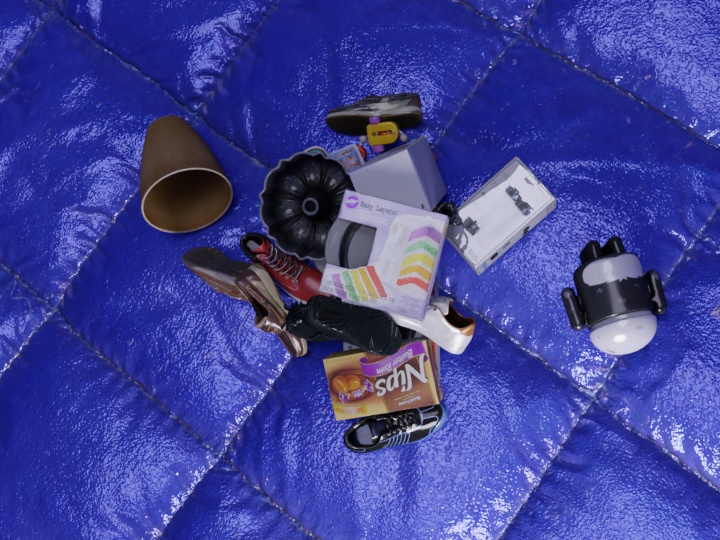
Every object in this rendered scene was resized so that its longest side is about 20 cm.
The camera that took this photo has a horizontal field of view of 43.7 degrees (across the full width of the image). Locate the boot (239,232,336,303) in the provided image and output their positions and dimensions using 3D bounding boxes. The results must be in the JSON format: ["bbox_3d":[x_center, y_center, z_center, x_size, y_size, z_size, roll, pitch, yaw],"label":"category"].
[{"bbox_3d":[-0.140,-0.003,1.724,0.198,0.145,0.073,27,77,17],"label":"boot"}]

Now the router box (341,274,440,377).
[{"bbox_3d":[0.057,0.108,1.665,0.176,0.049,0.204,-1,95,14],"label":"router box"}]

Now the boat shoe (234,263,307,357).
[{"bbox_3d":[-0.174,0.088,1.708,0.072,0.072,0.202,-37,108,-31],"label":"boat shoe"}]

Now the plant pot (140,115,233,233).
[{"bbox_3d":[-0.374,-0.214,1.832,0.184,0.187,0.202,-27,58,6],"label":"plant pot"}]

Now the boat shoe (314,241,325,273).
[{"bbox_3d":[0.000,0.000,1.730,0.197,0.062,0.076,20,101,14],"label":"boat shoe"}]

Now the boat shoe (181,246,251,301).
[{"bbox_3d":[-0.285,0.011,1.793,0.198,0.073,0.075,24,42,37],"label":"boat shoe"}]

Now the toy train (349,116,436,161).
[{"bbox_3d":[0.054,-0.221,1.782,0.197,0.056,0.152,21,108,8],"label":"toy train"}]

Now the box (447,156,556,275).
[{"bbox_3d":[0.259,-0.102,1.692,0.200,0.060,0.117,-42,70,2],"label":"box"}]

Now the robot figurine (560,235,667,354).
[{"bbox_3d":[0.445,0.046,1.577,0.149,0.124,0.203,-23,70,32],"label":"robot figurine"}]

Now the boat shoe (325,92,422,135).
[{"bbox_3d":[0.029,-0.320,1.804,0.197,0.072,0.067,-2,64,14],"label":"boat shoe"}]

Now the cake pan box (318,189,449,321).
[{"bbox_3d":[0.038,-0.028,1.539,0.197,0.052,0.187,16,88,13],"label":"cake pan box"}]

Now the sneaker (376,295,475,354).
[{"bbox_3d":[0.113,0.062,1.576,0.198,0.073,0.085,28,125,-1],"label":"sneaker"}]

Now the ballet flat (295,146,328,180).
[{"bbox_3d":[-0.117,-0.166,1.763,0.069,0.069,0.202,38,120,20],"label":"ballet flat"}]

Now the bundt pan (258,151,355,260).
[{"bbox_3d":[-0.087,-0.124,1.682,0.198,0.076,0.206,2,100,9],"label":"bundt pan"}]

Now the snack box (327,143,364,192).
[{"bbox_3d":[0.002,-0.142,1.738,0.071,0.024,0.202,-25,89,-28],"label":"snack box"}]

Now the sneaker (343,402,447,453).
[{"bbox_3d":[0.062,0.286,1.635,0.197,0.078,0.071,-24,72,8],"label":"sneaker"}]

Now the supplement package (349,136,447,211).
[{"bbox_3d":[0.074,-0.161,1.656,0.120,0.200,0.121,-20,99,17],"label":"supplement package"}]

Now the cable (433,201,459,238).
[{"bbox_3d":[0.091,-0.066,1.659,0.199,0.163,0.051,-38,110,1],"label":"cable"}]

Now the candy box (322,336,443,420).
[{"bbox_3d":[0.041,0.195,1.624,0.197,0.056,0.119,-11,94,16],"label":"candy box"}]

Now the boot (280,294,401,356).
[{"bbox_3d":[-0.039,0.103,1.599,0.196,0.162,0.074,22,72,-15],"label":"boot"}]
